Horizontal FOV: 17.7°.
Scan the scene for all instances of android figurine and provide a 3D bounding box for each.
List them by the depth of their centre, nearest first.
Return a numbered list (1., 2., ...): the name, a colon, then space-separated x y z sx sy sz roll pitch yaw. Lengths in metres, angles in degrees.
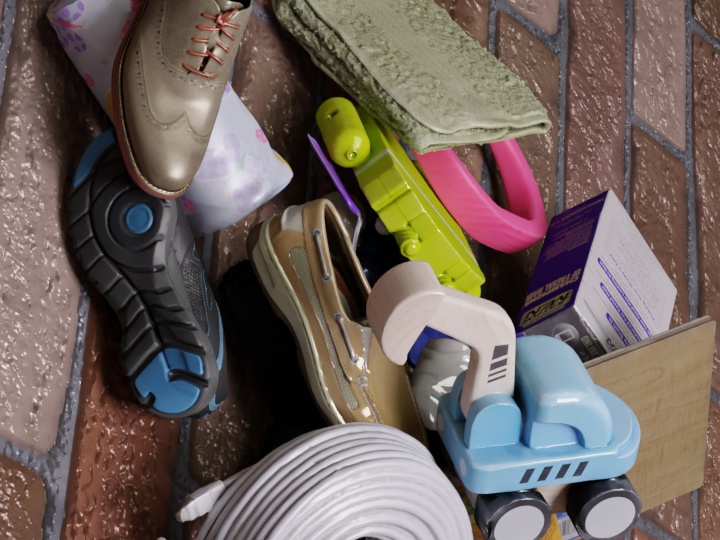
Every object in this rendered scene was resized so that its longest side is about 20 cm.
1. android figurine: 0.034 -0.046 1.691 0.182 0.041 0.200 51 11 -30

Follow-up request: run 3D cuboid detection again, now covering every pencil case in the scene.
1. pencil case: -0.127 -0.120 1.559 0.091 0.083 0.200 -45 109 -36

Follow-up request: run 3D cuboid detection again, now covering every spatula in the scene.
1. spatula: 0.000 0.000 1.616 0.057 0.020 0.201 28 47 -81

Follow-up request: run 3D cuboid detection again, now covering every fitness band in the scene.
1. fitness band: 0.091 -0.085 1.812 0.144 0.037 0.200 65 18 16

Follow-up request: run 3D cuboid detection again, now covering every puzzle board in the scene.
1. puzzle board: 0.174 0.125 1.683 0.199 0.017 0.151 -19 125 -28

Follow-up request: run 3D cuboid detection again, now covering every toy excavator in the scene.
1. toy excavator: 0.093 0.077 1.491 0.194 0.201 0.100 -5 35 -16

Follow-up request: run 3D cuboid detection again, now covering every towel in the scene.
1. towel: 0.039 -0.158 1.733 0.148 0.037 0.200 -11 46 -43

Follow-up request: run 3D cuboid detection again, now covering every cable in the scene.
1. cable: -0.017 0.193 1.475 0.200 0.069 0.200 -34 128 -19

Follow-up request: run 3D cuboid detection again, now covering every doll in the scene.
1. doll: 0.026 0.020 1.711 0.200 0.048 0.137 51 27 -26

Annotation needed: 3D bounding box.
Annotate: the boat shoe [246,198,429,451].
1. boat shoe: 0.000 0.047 1.531 0.200 0.076 0.072 60 30 -8

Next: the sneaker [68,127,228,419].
1. sneaker: -0.137 0.004 1.516 0.082 0.073 0.201 29 45 -73

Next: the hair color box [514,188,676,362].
1. hair color box: 0.185 0.033 1.796 0.109 0.065 0.200 55 25 -16

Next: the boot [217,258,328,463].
1. boot: -0.048 0.073 1.574 0.163 0.073 0.198 65 29 -8

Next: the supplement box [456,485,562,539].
1. supplement box: 0.111 0.234 1.631 0.069 0.066 0.200 -51 140 -34

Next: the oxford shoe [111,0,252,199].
1. oxford shoe: -0.110 -0.147 1.478 0.070 0.075 0.201 13 76 -32

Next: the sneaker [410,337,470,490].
1. sneaker: 0.071 0.148 1.672 0.080 0.070 0.201 -55 134 -41

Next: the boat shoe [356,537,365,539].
1. boat shoe: 0.017 0.206 1.620 0.073 0.063 0.200 35 11 33
